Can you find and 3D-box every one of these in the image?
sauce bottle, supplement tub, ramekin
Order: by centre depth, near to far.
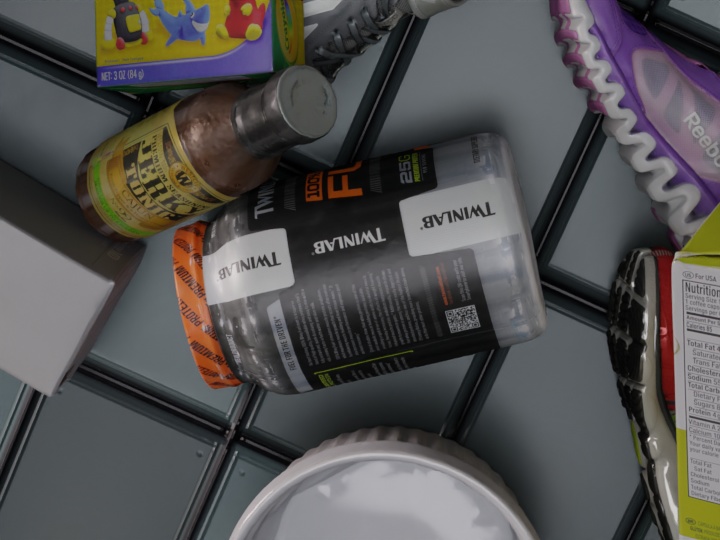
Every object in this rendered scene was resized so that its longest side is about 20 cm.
[{"bbox_3d":[-0.087,-0.067,1.155,0.199,0.065,0.065,-23,103,51],"label":"sauce bottle"},{"bbox_3d":[0.000,0.000,1.189,0.198,0.123,0.124,-13,101,6],"label":"supplement tub"},{"bbox_3d":[0.016,0.188,1.238,0.198,0.105,0.202,1,102,4],"label":"ramekin"}]

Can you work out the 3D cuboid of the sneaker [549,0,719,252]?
[{"bbox_3d":[0.182,-0.094,1.183,0.088,0.081,0.201,-33,103,3],"label":"sneaker"}]

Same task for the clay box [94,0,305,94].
[{"bbox_3d":[-0.092,-0.204,1.156,0.114,0.048,0.202,-3,89,24],"label":"clay box"}]

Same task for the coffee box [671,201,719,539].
[{"bbox_3d":[0.292,0.046,1.085,0.198,0.200,0.199,11,124,29],"label":"coffee box"}]

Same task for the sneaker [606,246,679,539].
[{"bbox_3d":[0.199,0.075,1.225,0.084,0.077,0.202,-15,108,-4],"label":"sneaker"}]

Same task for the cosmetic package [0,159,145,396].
[{"bbox_3d":[-0.234,-0.020,1.211,0.199,0.107,0.091,28,103,-4],"label":"cosmetic package"}]

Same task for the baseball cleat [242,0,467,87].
[{"bbox_3d":[-0.002,-0.148,1.172,0.106,0.070,0.201,33,104,28],"label":"baseball cleat"}]
